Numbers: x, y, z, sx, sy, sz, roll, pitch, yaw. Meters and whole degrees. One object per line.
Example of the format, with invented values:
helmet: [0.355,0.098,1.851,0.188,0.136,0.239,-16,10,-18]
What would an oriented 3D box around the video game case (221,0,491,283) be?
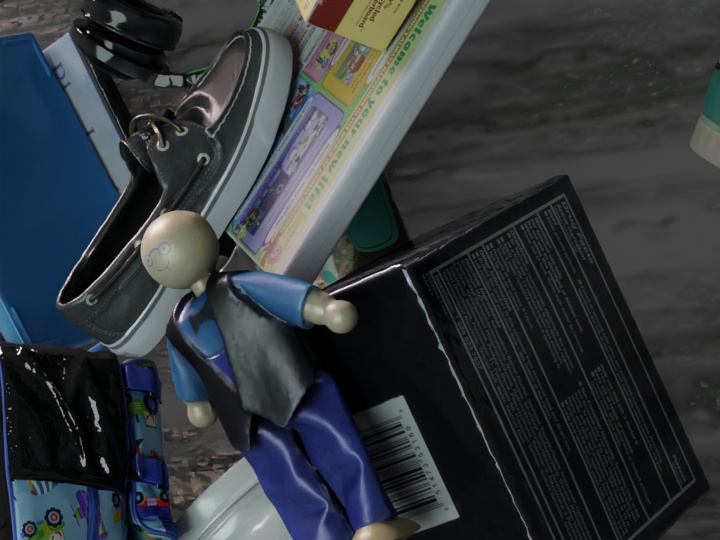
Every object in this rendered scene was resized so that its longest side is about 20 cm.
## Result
video game case: [-0.018,-0.104,1.324,0.200,0.022,0.182,-58,31,7]

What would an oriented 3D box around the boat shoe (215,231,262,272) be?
boat shoe: [-0.083,0.003,1.443,0.072,0.066,0.201,-10,92,32]

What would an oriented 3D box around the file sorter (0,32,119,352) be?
file sorter: [-0.237,-0.023,1.472,0.123,0.139,0.200,-34,81,35]

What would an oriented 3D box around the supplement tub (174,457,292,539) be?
supplement tub: [-0.010,0.204,1.388,0.200,0.140,0.140,48,119,15]

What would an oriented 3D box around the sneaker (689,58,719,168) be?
sneaker: [0.263,-0.065,1.217,0.200,0.071,0.080,25,115,27]

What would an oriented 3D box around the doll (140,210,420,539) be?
doll: [-0.044,0.055,1.186,0.136,0.048,0.200,-41,76,42]

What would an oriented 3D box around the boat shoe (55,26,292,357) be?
boat shoe: [-0.107,-0.052,1.327,0.200,0.066,0.070,-61,31,1]

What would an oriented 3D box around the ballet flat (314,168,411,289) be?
ballet flat: [0.000,0.000,1.400,0.064,0.075,0.201,155,102,-71]

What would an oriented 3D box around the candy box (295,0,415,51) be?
candy box: [-0.005,-0.223,1.304,0.116,0.055,0.200,-56,34,25]

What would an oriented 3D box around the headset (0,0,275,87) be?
headset: [-0.137,-0.176,1.458,0.199,0.094,0.124,5,97,15]

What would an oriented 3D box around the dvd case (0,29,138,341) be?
dvd case: [-0.216,-0.046,1.545,0.200,0.018,0.143,-32,81,31]

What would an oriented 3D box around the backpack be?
backpack: [-0.187,0.159,1.367,0.183,0.134,0.201,-43,50,51]

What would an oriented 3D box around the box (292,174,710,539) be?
box: [0.065,0.079,1.277,0.123,0.198,0.201,-23,93,34]
